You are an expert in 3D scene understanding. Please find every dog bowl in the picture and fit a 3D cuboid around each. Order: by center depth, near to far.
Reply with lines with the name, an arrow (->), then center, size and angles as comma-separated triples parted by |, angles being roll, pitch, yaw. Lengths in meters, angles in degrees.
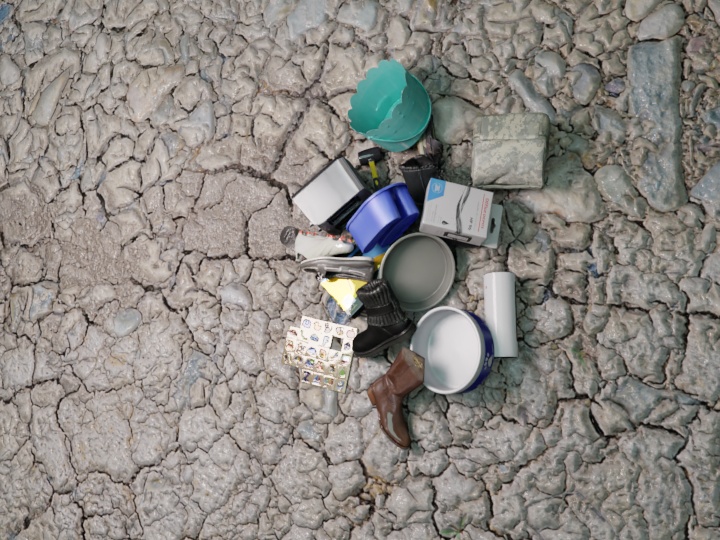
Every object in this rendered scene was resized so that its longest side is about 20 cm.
dog bowl -> 0.219, 0.192, 1.496 | 0.196, 0.078, 0.207 | -9, 76, 38

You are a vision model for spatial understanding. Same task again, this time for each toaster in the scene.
toaster -> -0.062, -0.194, 1.627 | 0.199, 0.181, 0.120 | -39, 79, 5

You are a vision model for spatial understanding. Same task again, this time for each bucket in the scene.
bucket -> 0.080, -0.417, 1.609 | 0.204, 0.133, 0.213 | -21, 58, 37

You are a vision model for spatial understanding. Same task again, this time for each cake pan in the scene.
cake pan -> 0.139, 0.001, 1.557 | 0.194, 0.037, 0.207 | -3, 108, -10

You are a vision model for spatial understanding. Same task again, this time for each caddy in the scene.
caddy -> 0.048, -0.134, 1.513 | 0.107, 0.139, 0.200 | 60, 138, 15

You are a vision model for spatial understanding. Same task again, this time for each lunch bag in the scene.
lunch bag -> 0.366, -0.284, 1.538 | 0.194, 0.139, 0.173 | 3, 81, 17

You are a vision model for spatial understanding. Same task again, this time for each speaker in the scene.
speaker -> 0.339, 0.110, 1.511 | 0.079, 0.081, 0.207 | -2, 80, 15

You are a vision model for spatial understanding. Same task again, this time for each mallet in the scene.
mallet -> 0.029, -0.244, 1.642 | 0.064, 0.042, 0.205 | -9, 55, 8

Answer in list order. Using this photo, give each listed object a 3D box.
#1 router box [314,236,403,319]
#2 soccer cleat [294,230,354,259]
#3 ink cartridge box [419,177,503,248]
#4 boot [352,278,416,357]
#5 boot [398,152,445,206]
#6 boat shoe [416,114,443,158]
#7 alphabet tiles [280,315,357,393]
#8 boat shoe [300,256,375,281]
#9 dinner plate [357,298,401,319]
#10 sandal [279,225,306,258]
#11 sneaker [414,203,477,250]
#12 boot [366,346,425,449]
router box -> 0.000, 0.000, 1.616 | 0.200, 0.051, 0.149 | -46, 72, 2
soccer cleat -> -0.093, -0.054, 1.610 | 0.196, 0.068, 0.080 | 10, 94, 41
ink cartridge box -> 0.247, -0.135, 1.487 | 0.194, 0.068, 0.120 | 13, 76, 0
boot -> 0.025, 0.115, 1.543 | 0.208, 0.080, 0.159 | -28, 109, 34
boot -> 0.129, -0.202, 1.577 | 0.192, 0.165, 0.075 | -10, 42, 10
boat shoe -> 0.186, -0.318, 1.632 | 0.063, 0.072, 0.206 | -19, 71, 17
alphabet tiles -> -0.114, 0.218, 1.661 | 0.194, 0.008, 0.173 | 11, 84, 18
boat shoe -> -0.059, 0.000, 1.569 | 0.193, 0.067, 0.059 | -2, 75, 12
dinner plate -> 0.027, 0.027, 1.644 | 0.194, 0.024, 0.207 | -2, 81, 15
sandal -> -0.141, -0.064, 1.694 | 0.196, 0.045, 0.077 | 24, 87, 18
sneaker -> 0.220, -0.118, 1.556 | 0.103, 0.061, 0.199 | -33, 117, 31
boot -> 0.111, 0.307, 1.504 | 0.188, 0.063, 0.201 | 55, 129, 19
